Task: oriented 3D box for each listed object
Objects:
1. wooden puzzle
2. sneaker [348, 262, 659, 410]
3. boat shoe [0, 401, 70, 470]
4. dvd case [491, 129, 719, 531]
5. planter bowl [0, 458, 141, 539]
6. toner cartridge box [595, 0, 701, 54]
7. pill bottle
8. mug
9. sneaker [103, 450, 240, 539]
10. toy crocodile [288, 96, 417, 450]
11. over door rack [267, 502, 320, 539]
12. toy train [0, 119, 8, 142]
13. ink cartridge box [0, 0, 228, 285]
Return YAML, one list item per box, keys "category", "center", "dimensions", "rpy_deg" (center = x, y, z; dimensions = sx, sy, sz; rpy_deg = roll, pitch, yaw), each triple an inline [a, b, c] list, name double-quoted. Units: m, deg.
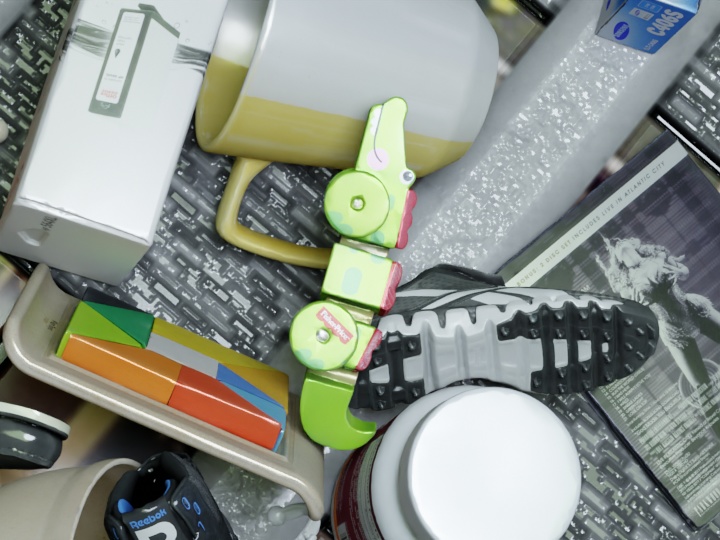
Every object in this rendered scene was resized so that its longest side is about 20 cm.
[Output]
- category: "wooden puzzle"
  center: [-0.102, 0.059, 1.526]
  dimensions: [0.199, 0.185, 0.037]
  rpy_deg: [29, 99, -6]
- category: "sneaker"
  center: [0.075, 0.030, 1.610]
  dimensions: [0.198, 0.091, 0.067]
  rpy_deg: [-6, 124, -3]
- category: "boat shoe"
  center: [-0.254, 0.102, 1.513]
  dimensions: [0.200, 0.074, 0.064]
  rpy_deg: [-1, 69, 20]
- category: "dvd case"
  center: [0.196, 0.036, 1.670]
  dimensions: [0.148, 0.016, 0.200]
  rpy_deg: [-39, 89, -14]
- category: "planter bowl"
  center: [-0.187, 0.207, 1.489]
  dimensions: [0.134, 0.200, 0.202]
  rpy_deg: [-4, 79, 15]
- category: "toner cartridge box"
  center: [0.200, -0.244, 1.684]
  dimensions: [0.043, 0.095, 0.201]
  rpy_deg: [17, 76, -6]
- category: "pill bottle"
  center: [0.053, 0.127, 1.531]
  dimensions: [0.113, 0.200, 0.115]
  rpy_deg: [2, 79, -11]
- category: "mug"
  center: [-0.010, -0.112, 1.617]
  dimensions: [0.152, 0.187, 0.150]
  rpy_deg: [14, 44, -16]
- category: "sneaker"
  center: [-0.092, 0.177, 1.411]
  dimensions: [0.073, 0.112, 0.201]
  rpy_deg: [-25, 41, 2]
- category: "toy crocodile"
  center: [0.000, 0.000, 1.531]
  dimensions: [0.061, 0.068, 0.202]
  rpy_deg: [14, 88, -2]
- category: "over door rack"
  center: [-0.054, 0.250, 1.515]
  dimensions: [0.148, 0.066, 0.201]
  rpy_deg: [55, 51, -32]
- category: "toy train"
  center: [-0.261, -0.025, 1.553]
  dimensions: [0.149, 0.055, 0.202]
  rpy_deg: [5, 81, -34]
- category: "ink cartridge box"
  center: [-0.138, -0.105, 1.567]
  dimensions: [0.084, 0.146, 0.201]
  rpy_deg: [18, 77, -9]
